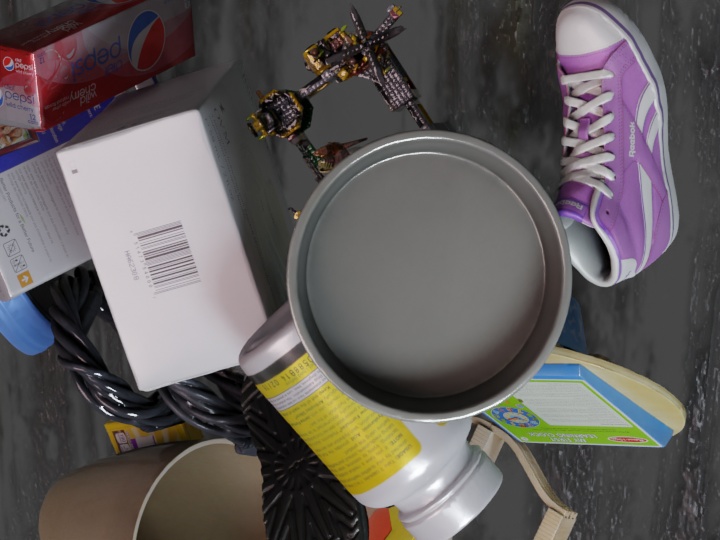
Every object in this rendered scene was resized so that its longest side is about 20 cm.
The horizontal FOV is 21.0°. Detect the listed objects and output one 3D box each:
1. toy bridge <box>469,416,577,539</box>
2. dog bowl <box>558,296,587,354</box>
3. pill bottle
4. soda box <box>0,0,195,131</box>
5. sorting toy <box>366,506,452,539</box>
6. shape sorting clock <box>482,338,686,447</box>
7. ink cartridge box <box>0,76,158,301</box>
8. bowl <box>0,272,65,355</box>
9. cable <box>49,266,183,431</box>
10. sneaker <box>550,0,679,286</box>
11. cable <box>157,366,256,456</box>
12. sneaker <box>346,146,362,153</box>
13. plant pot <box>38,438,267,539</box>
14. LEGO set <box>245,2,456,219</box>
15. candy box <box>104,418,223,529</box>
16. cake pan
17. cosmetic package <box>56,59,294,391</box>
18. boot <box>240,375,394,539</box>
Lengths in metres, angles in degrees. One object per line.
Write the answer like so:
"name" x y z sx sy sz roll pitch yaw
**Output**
"toy bridge" 0.096 0.156 1.590 0.199 0.027 0.068 29 95 37
"dog bowl" 0.083 0.049 1.505 0.198 0.111 0.050 -3 68 25
"pill bottle" 0.012 0.103 1.430 0.200 0.111 0.111 49 132 -7
"soda box" -0.217 -0.179 1.559 0.063 0.200 0.071 14 121 30
"sorting toy" -0.004 0.264 1.648 0.184 0.202 0.036 -8 153 39
"shape sorting clock" 0.147 0.090 1.463 0.198 0.040 0.200 16 158 6
"ink cartridge box" -0.256 -0.106 1.645 0.047 0.199 0.199 -8 108 62
"bowl" -0.317 -0.024 1.733 0.039 0.201 0.202 -25 98 5
"cable" -0.209 0.067 1.691 0.051 0.200 0.164 -31 83 13
"sneaker" 0.168 -0.088 1.376 0.072 0.114 0.202 -7 106 40
"cable" -0.133 0.087 1.659 0.051 0.200 0.164 -41 73 8
"sneaker" 0.000 0.000 1.570 0.075 0.076 0.202 14 118 33
"plant pot" -0.197 0.236 1.754 0.199 0.187 0.189 3 114 44
"LEGO set" 0.003 -0.090 1.468 0.153 0.116 0.201 -26 89 13
"candy box" -0.167 0.225 1.844 0.102 0.026 0.202 -13 104 36
"cake pan" 0.047 0.004 1.350 0.198 0.037 0.203 0 90 -4
"cosmetic package" -0.134 -0.041 1.551 0.122 0.200 0.201 -15 105 9
"boot" -0.011 0.175 1.545 0.079 0.158 0.213 -26 57 19
